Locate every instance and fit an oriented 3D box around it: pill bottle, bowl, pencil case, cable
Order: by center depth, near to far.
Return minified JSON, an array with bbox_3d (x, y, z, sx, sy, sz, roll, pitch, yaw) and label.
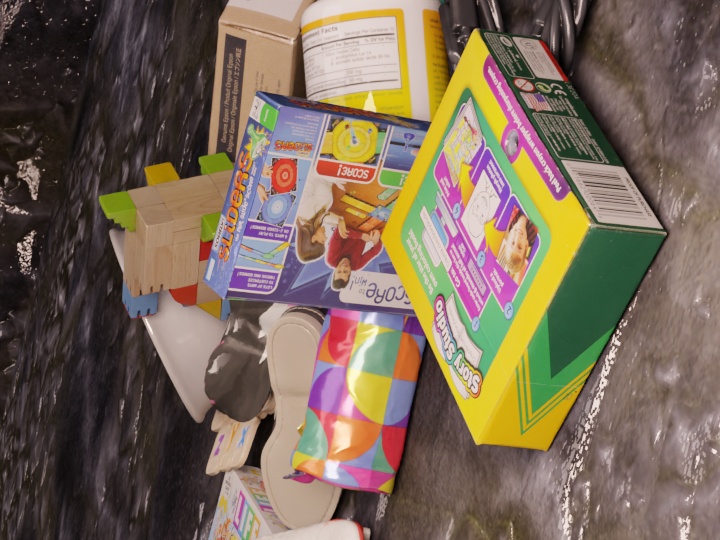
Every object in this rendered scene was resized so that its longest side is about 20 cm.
[{"bbox_3d":[0.116,-0.182,1.219,0.163,0.050,0.201,-50,35,40],"label":"cable"},{"bbox_3d":[0.013,-0.137,1.318,0.109,0.108,0.202,167,99,-70],"label":"pill bottle"},{"bbox_3d":[0.001,0.069,1.327,0.088,0.088,0.202,-170,95,-72],"label":"pencil case"},{"bbox_3d":[-0.158,0.035,1.694,0.201,0.090,0.203,155,90,-86],"label":"bowl"}]

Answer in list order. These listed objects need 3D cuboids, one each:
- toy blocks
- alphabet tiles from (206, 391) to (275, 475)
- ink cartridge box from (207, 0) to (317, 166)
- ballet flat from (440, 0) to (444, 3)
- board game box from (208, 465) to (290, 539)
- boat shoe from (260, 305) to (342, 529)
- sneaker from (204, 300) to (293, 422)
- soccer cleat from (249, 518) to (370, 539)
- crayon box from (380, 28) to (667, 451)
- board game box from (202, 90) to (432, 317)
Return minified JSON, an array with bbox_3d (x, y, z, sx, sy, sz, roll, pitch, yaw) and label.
[{"bbox_3d":[-0.128,-0.015,1.559,0.100,0.198,0.138,56,149,41],"label":"toy blocks"},{"bbox_3d":[-0.094,0.097,1.674,0.200,0.014,0.197,-29,40,67],"label":"alphabet tiles"},{"bbox_3d":[-0.069,-0.211,1.597,0.166,0.074,0.201,99,-170,-46],"label":"ink cartridge box"},{"bbox_3d":[0.078,-0.251,1.352,0.201,0.070,0.071,122,154,-44],"label":"ballet flat"},{"bbox_3d":[-0.100,0.268,1.584,0.200,0.034,0.136,-142,66,-70],"label":"board game box"},{"bbox_3d":[-0.037,0.116,1.432,0.063,0.072,0.202,-49,-37,-58],"label":"boat shoe"},{"bbox_3d":[-0.076,0.026,1.539,0.201,0.080,0.086,-61,-4,23],"label":"sneaker"},{"bbox_3d":[-0.057,0.235,1.388,0.200,0.084,0.069,144,136,-59],"label":"soccer cleat"},{"bbox_3d":[0.093,-0.021,1.104,0.201,0.058,0.174,-114,37,-45],"label":"crayon box"},{"bbox_3d":[0.001,-0.040,1.216,0.034,0.199,0.137,35,112,50],"label":"board game box"}]
